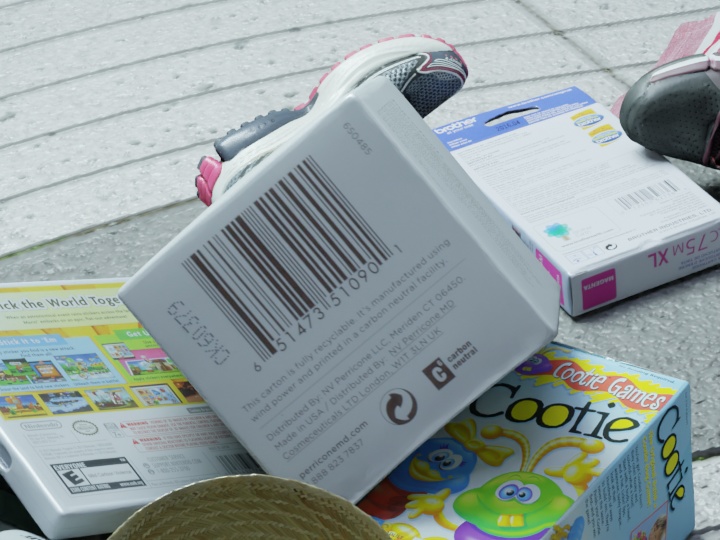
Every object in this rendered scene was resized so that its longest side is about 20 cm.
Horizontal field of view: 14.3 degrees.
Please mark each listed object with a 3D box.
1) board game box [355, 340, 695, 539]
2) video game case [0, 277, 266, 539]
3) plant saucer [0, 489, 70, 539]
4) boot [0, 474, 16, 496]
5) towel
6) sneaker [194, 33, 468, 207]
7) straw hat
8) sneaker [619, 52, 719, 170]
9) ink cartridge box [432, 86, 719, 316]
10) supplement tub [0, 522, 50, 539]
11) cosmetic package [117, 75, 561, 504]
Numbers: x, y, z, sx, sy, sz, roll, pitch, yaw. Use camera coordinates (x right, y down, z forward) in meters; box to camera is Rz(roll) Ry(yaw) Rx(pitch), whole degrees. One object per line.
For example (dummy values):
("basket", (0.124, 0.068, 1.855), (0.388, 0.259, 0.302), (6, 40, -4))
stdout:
("board game box", (0.083, 0.138, 1.520), (0.103, 0.105, 0.200), (17, 40, 31))
("video game case", (-0.135, 0.071, 1.570), (0.200, 0.023, 0.182), (-3, 42, -45))
("plant saucer", (-0.227, 0.116, 1.550), (0.070, 0.200, 0.019), (12, 79, 25))
("boot", (-0.230, 0.090, 1.608), (0.200, 0.132, 0.070), (-5, 74, 21))
("towel", (0.258, -0.165, 1.907), (0.200, 0.023, 0.144), (-32, 12, 41))
("sneaker", (-0.009, -0.081, 1.891), (0.200, 0.081, 0.075), (-35, 58, -16))
("straw hat", (-0.063, 0.204, 1.445), (0.201, 0.201, 0.085), (-11, -10, -7))
("sneaker", (0.269, -0.075, 1.813), (0.200, 0.076, 0.116), (3, 39, -11))
("ink cartridge box", (0.138, -0.049, 1.847), (0.119, 0.042, 0.200), (-19, 38, -19))
("supplement tub", (-0.221, 0.183, 1.486), (0.200, 0.123, 0.123), (16, 40, 28))
("cosmetic package", (-0.005, 0.012, 1.535), (0.165, 0.165, 0.200), (-40, 2, 9))
